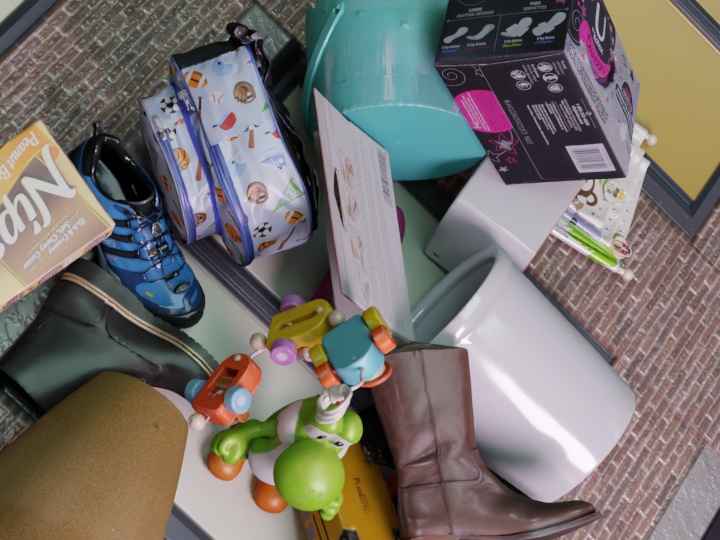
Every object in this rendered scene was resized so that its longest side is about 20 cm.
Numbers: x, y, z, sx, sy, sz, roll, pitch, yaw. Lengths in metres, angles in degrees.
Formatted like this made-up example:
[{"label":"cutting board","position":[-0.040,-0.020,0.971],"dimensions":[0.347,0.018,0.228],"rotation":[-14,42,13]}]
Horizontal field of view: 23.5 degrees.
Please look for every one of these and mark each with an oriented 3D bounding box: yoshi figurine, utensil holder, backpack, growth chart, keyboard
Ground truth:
[{"label":"yoshi figurine","position":[-0.066,0.173,1.519],"dimensions":[0.112,0.200,0.113],"rotation":[-14,81,-30]},{"label":"utensil holder","position":[0.143,0.104,1.668],"dimensions":[0.200,0.170,0.170],"rotation":[43,60,-10]},{"label":"backpack","position":[-0.117,-0.101,1.595],"dimensions":[0.153,0.200,0.191],"rotation":[-29,79,-5]},{"label":"growth chart","position":[0.252,-0.103,1.877],"dimensions":[0.144,0.018,0.201],"rotation":[25,63,-17]},{"label":"keyboard","position":[0.085,0.178,1.593],"dimensions":[0.199,0.040,0.104],"rotation":[33,28,17]}]

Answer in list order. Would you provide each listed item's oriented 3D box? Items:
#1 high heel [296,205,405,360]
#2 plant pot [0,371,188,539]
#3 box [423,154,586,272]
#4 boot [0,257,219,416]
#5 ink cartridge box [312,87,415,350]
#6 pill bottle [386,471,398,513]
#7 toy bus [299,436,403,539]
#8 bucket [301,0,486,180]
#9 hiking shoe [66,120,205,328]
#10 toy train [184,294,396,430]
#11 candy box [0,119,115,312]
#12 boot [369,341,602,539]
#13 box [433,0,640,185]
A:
[{"label":"high heel","position":[0.000,0.000,1.670],"dimensions":[0.067,0.096,0.200],"rotation":[45,60,-6]},{"label":"plant pot","position":[-0.231,0.192,1.440],"dimensions":[0.186,0.186,0.201],"rotation":[38,60,-11]},{"label":"box","position":[0.167,-0.086,1.754],"dimensions":[0.097,0.125,0.200],"rotation":[36,62,4]},{"label":"boot","position":[-0.219,0.104,1.549],"dimensions":[0.199,0.078,0.139],"rotation":[36,67,1]},{"label":"ink cartridge box","position":[-0.012,-0.042,1.576],"dimensions":[0.176,0.044,0.202],"rotation":[35,43,-61]},{"label":"pill bottle","position":[0.076,0.277,1.596],"dimensions":[0.105,0.106,0.201],"rotation":[6,52,-25]},{"label":"toy bus","position":[-0.006,0.237,1.572],"dimensions":[0.065,0.079,0.201],"rotation":[3,43,-27]},{"label":"bucket","position":[0.038,-0.183,1.693],"dimensions":[0.206,0.207,0.136],"rotation":[12,67,-22]},{"label":"hiking shoe","position":[-0.207,-0.034,1.583],"dimensions":[0.074,0.087,0.201],"rotation":[-37,91,-30]},{"label":"toy train","position":[-0.051,0.093,1.462],"dimensions":[0.056,0.199,0.151],"rotation":[53,56,-32]},{"label":"candy box","position":[-0.328,-0.026,1.512],"dimensions":[0.199,0.055,0.116],"rotation":[-36,91,-16]},{"label":"boot","position":[0.107,0.148,1.536],"dimensions":[0.185,0.064,0.202],"rotation":[-8,73,-8]},{"label":"box","position":[0.170,-0.183,1.597],"dimensions":[0.200,0.131,0.116],"rotation":[51,44,-51]}]
